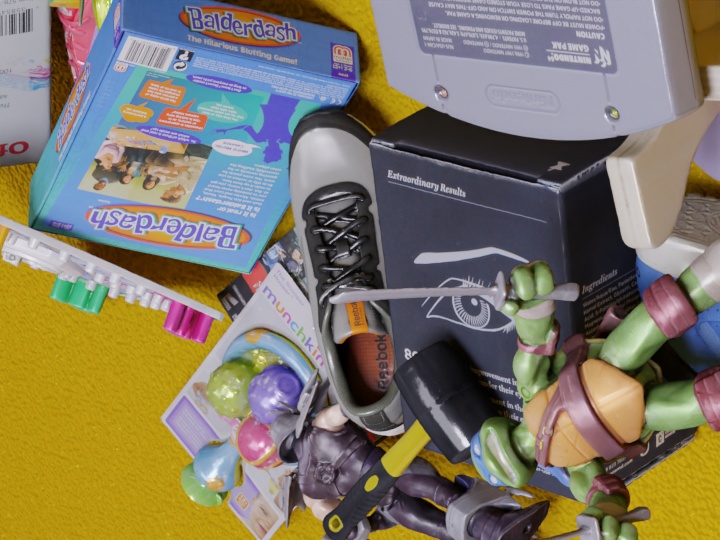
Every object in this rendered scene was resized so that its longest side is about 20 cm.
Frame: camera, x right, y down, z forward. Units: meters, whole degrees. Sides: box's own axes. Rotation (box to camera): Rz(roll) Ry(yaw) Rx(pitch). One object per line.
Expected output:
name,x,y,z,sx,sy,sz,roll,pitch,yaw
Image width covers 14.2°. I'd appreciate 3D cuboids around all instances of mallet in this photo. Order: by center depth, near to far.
mallet,0.027,0.118,1.682,0.066,0.041,0.200,51,144,18

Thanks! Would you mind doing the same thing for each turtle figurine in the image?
turtle figurine,0.124,0.064,1.466,0.194,0.200,0.144,-29,55,19

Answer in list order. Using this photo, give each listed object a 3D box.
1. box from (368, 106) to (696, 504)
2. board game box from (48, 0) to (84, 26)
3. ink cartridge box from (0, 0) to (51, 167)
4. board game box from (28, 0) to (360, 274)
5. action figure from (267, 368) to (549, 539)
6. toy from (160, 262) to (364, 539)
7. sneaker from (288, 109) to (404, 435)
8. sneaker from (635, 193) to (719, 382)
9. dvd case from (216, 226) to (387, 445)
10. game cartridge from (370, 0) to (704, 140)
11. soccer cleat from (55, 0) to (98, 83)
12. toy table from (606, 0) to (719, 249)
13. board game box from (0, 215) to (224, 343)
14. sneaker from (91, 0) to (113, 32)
box,0.100,0.010,1.647,0.148,0.104,0.201,17,123,41
board game box,-0.172,-0.251,1.747,0.096,0.030,0.200,103,165,-53
ink cartridge box,-0.280,-0.177,1.864,0.200,0.145,0.145,98,160,-47
board game box,-0.106,-0.085,1.787,0.200,0.152,0.045,122,153,-46
action figure,0.022,0.133,1.804,0.200,0.069,0.130,27,134,24
toy,-0.071,0.098,1.897,0.115,0.047,0.200,50,141,11
sneaker,0.000,0.000,1.726,0.074,0.079,0.201,-14,87,13
sneaker,0.232,0.039,1.542,0.200,0.077,0.112,20,128,35
dvd case,-0.004,0.033,1.839,0.146,0.022,0.200,57,142,6
game cartridge,0.084,-0.133,1.451,0.200,0.041,0.134,11,118,44
soccer cleat,-0.171,-0.161,1.864,0.067,0.076,0.200,31,131,33
toy table,0.159,-0.120,1.498,0.184,0.117,0.200,-11,104,50
board game box,-0.217,-0.006,1.903,0.200,0.200,0.026,11,78,59
sneaker,-0.123,-0.206,1.768,0.074,0.083,0.201,-95,9,-69
